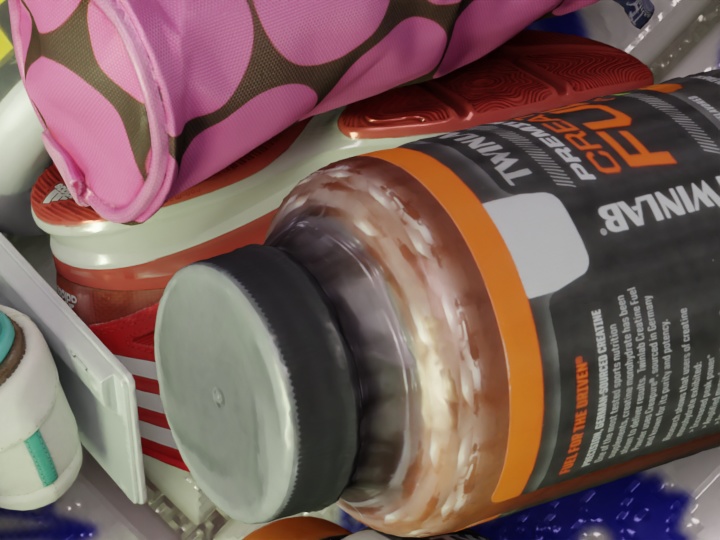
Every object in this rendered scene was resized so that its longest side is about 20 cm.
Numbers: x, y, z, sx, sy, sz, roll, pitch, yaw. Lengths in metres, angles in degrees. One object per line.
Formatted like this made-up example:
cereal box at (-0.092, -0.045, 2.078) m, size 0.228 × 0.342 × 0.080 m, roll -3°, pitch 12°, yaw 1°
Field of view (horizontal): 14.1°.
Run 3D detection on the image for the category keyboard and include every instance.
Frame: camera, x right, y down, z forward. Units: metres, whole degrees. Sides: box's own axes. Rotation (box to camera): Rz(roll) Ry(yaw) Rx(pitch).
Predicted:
keyboard at (-0.122, -0.008, 0.877) m, size 0.011 × 0.056 × 0.200 m, roll -32°, pitch 54°, yaw -19°

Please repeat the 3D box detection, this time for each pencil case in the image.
pencil case at (-0.008, -0.080, 0.823) m, size 0.200 × 0.094 × 0.091 m, roll -25°, pitch 71°, yaw -34°

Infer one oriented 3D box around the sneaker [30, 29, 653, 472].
sneaker at (0.000, 0.000, 0.888) m, size 0.200 × 0.078 × 0.116 m, roll -15°, pitch 116°, yaw -18°

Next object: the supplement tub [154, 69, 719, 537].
supplement tub at (0.046, 0.011, 0.804) m, size 0.200 × 0.107 × 0.107 m, roll -15°, pitch 69°, yaw -32°

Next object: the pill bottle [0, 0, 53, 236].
pill bottle at (-0.124, -0.117, 0.906) m, size 0.112 × 0.112 × 0.200 m, roll -37°, pitch 73°, yaw -3°

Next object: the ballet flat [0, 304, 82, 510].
ballet flat at (-0.147, 0.023, 0.882) m, size 0.069 × 0.069 × 0.200 m, roll -53°, pitch 40°, yaw -8°

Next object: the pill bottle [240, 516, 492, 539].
pill bottle at (0.036, 0.132, 0.785) m, size 0.200 × 0.106 × 0.106 m, roll 24°, pitch 77°, yaw 46°
